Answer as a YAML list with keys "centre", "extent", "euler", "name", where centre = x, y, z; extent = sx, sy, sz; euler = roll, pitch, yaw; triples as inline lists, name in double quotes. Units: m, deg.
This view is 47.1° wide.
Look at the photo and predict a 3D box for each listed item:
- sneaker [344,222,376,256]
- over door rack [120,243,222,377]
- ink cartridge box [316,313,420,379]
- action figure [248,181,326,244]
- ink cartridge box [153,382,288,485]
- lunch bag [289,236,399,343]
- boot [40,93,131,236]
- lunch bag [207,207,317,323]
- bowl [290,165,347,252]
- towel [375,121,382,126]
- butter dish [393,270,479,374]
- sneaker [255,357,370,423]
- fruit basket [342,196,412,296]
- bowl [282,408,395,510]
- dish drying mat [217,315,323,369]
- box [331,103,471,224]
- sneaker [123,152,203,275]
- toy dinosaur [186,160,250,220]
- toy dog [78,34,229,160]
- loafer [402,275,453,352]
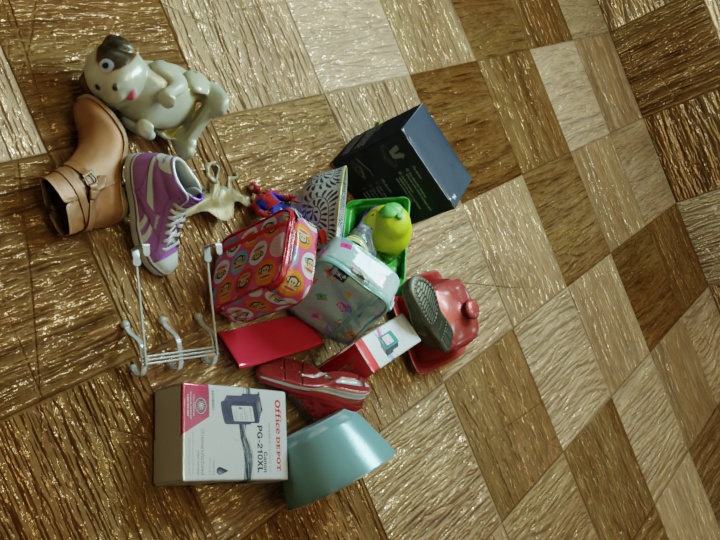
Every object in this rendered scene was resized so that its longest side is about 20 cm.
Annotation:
- centre: [0.000, 0.000, 1.505]
  extent: [0.200, 0.074, 0.081]
  euler: [94, 21, -46]
  name: "sneaker"
- centre: [-0.290, 0.054, 1.276]
  extent: [0.148, 0.067, 0.200]
  euler: [-5, 99, -48]
  name: "over door rack"
- centre: [0.006, 0.161, 1.524]
  extent: [0.200, 0.116, 0.067]
  euler: [-27, 82, -49]
  name: "ink cartridge box"
- centre: [-0.139, -0.103, 1.454]
  extent: [0.065, 0.200, 0.052]
  euler: [-37, 141, -16]
  name: "action figure"
- centre: [-0.213, 0.256, 1.280]
  extent: [0.200, 0.084, 0.145]
  euler: [13, 66, -44]
  name: "ink cartridge box"
- centre: [-0.031, 0.040, 1.441]
  extent: [0.160, 0.200, 0.077]
  euler: [38, 51, -7]
  name: "lunch bag"
- centre: [-0.414, -0.156, 1.223]
  extent: [0.155, 0.074, 0.200]
  euler: [-35, 105, -53]
  name: "boot"
- centre: [-0.158, -0.016, 1.358]
  extent: [0.082, 0.200, 0.176]
  euler: [33, 50, -37]
  name: "lunch bag"
- centre: [-0.081, -0.098, 1.530]
  extent: [0.201, 0.094, 0.201]
  euler: [6, 90, -88]
  name: "bowl"
- centre: [0.110, -0.273, 1.887]
  extent: [0.200, 0.018, 0.086]
  euler: [16, 63, -43]
  name: "towel"
- centre: [0.182, 0.094, 1.725]
  extent: [0.199, 0.148, 0.200]
  euler: [-18, 89, -48]
  name: "butter dish"
- centre: [-0.092, 0.227, 1.431]
  extent: [0.200, 0.116, 0.078]
  euler: [15, 24, -7]
  name: "sneaker"
- centre: [0.033, -0.060, 1.589]
  extent: [0.216, 0.155, 0.216]
  euler: [-3, 90, -74]
  name: "fruit basket"
- centre: [-0.052, 0.300, 1.361]
  extent: [0.201, 0.201, 0.105]
  euler: [-20, 82, -49]
  name: "bowl"
- centre: [-0.154, 0.122, 1.431]
  extent: [0.200, 0.018, 0.077]
  euler: [-12, 60, -48]
  name: "dish drying mat"
- centre: [0.086, -0.203, 1.696]
  extent: [0.197, 0.200, 0.117]
  euler: [54, 44, -19]
  name: "box"
- centre: [-0.291, -0.080, 1.266]
  extent: [0.073, 0.114, 0.201]
  euler: [-51, 139, -55]
  name: "sneaker"
- centre: [-0.255, -0.129, 1.406]
  extent: [0.200, 0.058, 0.101]
  euler: [-23, 94, -49]
  name: "toy dinosaur"
- centre: [-0.338, -0.294, 1.308]
  extent: [0.200, 0.140, 0.194]
  euler: [13, 44, -53]
  name: "toy dog"
- centre: [0.118, 0.089, 1.589]
  extent: [0.200, 0.067, 0.076]
  euler: [62, 38, -37]
  name: "loafer"
